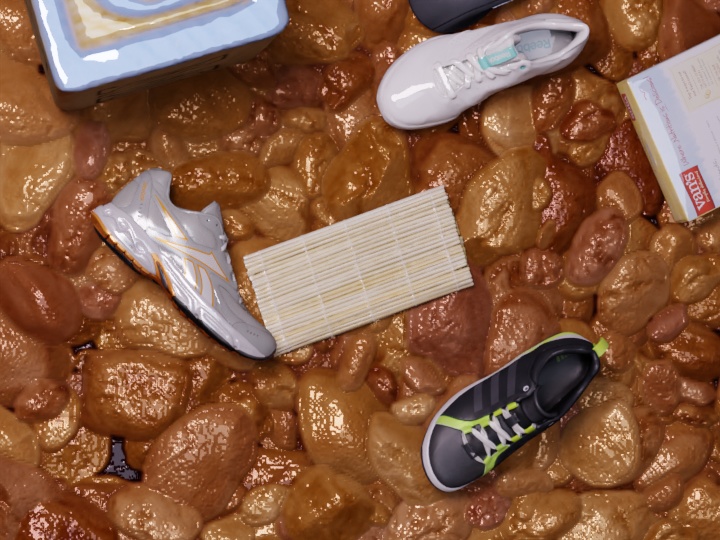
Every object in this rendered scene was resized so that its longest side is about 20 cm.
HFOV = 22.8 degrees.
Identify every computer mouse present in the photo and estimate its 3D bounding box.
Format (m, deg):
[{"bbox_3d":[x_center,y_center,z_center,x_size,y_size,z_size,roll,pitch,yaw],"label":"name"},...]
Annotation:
[{"bbox_3d":[0.124,-0.309,1.602,0.199,0.046,0.141,-25,96,-9],"label":"computer mouse"}]

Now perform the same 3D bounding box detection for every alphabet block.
[{"bbox_3d":[-0.184,-0.253,1.473,0.195,0.200,0.197,-15,93,-10],"label":"alphabet block"}]

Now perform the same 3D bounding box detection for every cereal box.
[{"bbox_3d":[0.353,-0.150,1.648,0.199,0.040,0.145,-25,95,-8],"label":"cereal box"}]

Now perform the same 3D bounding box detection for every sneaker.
[{"bbox_3d":[0.136,0.120,1.592,0.200,0.083,0.072,-41,97,-7],"label":"sneaker"},{"bbox_3d":[0.110,-0.185,1.581,0.199,0.088,0.076,-24,96,-8],"label":"sneaker"},{"bbox_3d":[-0.135,-0.007,1.550,0.200,0.076,0.092,45,79,-9],"label":"sneaker"}]

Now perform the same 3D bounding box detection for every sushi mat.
[{"bbox_3d":[0.000,0.000,1.602,0.199,0.012,0.096,-20,93,-9],"label":"sushi mat"}]
